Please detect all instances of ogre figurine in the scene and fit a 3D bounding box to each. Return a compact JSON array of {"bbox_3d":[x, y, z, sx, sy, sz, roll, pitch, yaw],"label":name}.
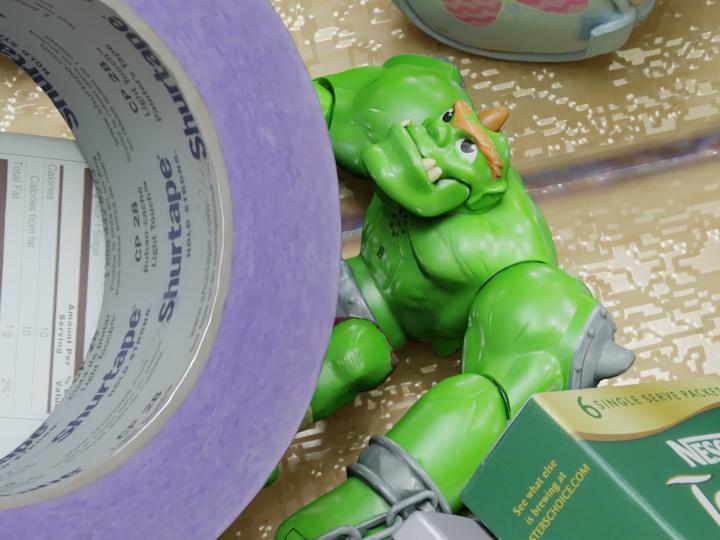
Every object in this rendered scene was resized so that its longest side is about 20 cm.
[{"bbox_3d":[0.000,0.000,0.814,0.120,0.098,0.200,-24,33,-6],"label":"ogre figurine"}]

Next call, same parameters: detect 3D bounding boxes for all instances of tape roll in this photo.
[{"bbox_3d":[-0.110,-0.008,0.674,0.199,0.085,0.201,2,86,-26],"label":"tape roll"}]

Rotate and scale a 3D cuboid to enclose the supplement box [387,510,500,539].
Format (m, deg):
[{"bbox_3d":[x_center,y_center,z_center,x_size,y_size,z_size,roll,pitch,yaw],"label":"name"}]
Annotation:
[{"bbox_3d":[-0.003,0.176,0.726,0.109,0.061,0.200,44,99,23],"label":"supplement box"}]

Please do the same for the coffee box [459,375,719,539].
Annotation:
[{"bbox_3d":[0.132,0.109,0.740,0.200,0.123,0.044,45,115,28],"label":"coffee box"}]

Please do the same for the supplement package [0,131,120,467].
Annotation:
[{"bbox_3d":[-0.170,0.014,0.753,0.199,0.114,0.110,6,83,-26],"label":"supplement package"}]

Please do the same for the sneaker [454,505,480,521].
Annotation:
[{"bbox_3d":[0.048,0.167,0.776,0.087,0.075,0.200,-32,67,3],"label":"sneaker"}]

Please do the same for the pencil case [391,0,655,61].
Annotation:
[{"bbox_3d":[0.064,-0.169,0.879,0.090,0.083,0.201,16,70,-13],"label":"pencil case"}]
